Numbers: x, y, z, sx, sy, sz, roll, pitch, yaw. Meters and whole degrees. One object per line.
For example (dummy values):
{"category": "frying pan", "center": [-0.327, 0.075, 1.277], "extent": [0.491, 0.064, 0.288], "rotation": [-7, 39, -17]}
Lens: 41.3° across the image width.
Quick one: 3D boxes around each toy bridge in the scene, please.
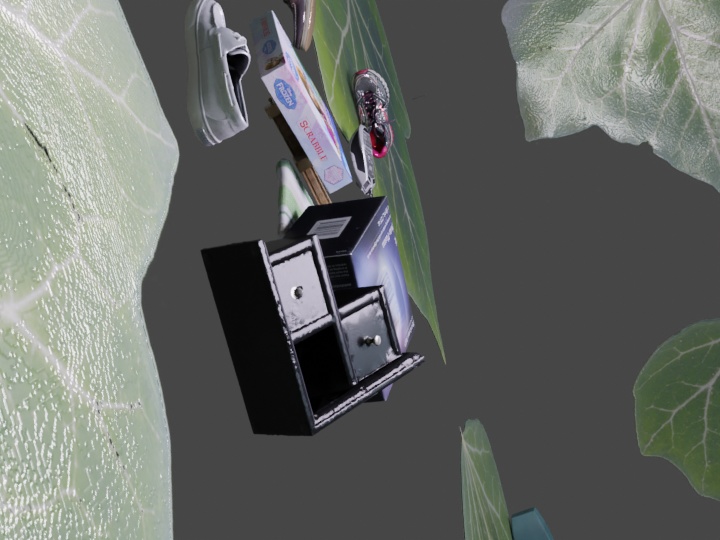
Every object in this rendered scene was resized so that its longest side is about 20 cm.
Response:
{"category": "toy bridge", "center": [-0.083, -0.158, 1.375], "extent": [0.202, 0.027, 0.067], "rotation": [62, 1, -16]}

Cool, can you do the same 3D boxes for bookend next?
{"category": "bookend", "center": [-0.044, 0.043, 1.016], "extent": [0.199, 0.091, 0.201], "rotation": [-24, 103, -47]}

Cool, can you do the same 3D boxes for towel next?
{"category": "towel", "center": [-0.088, -0.035, 1.308], "extent": [0.150, 0.030, 0.202], "rotation": [61, 21, -47]}

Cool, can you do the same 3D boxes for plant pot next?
{"category": "plant pot", "center": [0.609, 0.950, 3.366], "extent": [0.141, 0.140, 0.202], "rotation": [20, 50, -77]}

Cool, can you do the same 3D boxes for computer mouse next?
{"category": "computer mouse", "center": [0.002, -0.186, 1.888], "extent": [0.110, 0.043, 0.203], "rotation": [20, 63, -72]}

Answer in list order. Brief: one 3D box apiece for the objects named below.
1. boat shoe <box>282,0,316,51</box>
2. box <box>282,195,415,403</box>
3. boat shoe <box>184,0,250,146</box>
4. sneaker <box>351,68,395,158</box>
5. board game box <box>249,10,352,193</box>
{"category": "boat shoe", "center": [-0.107, -0.477, 1.621], "extent": [0.072, 0.064, 0.203], "rotation": [-86, 180, -82]}
{"category": "box", "center": [-0.018, 0.036, 1.221], "extent": [0.200, 0.122, 0.201], "rotation": [-60, 141, -61]}
{"category": "boat shoe", "center": [-0.156, -0.232, 1.070], "extent": [0.072, 0.068, 0.202], "rotation": [62, 18, -52]}
{"category": "sneaker", "center": [0.032, -0.350, 2.131], "extent": [0.075, 0.080, 0.202], "rotation": [-76, 152, -63]}
{"category": "board game box", "center": [-0.085, -0.241, 1.349], "extent": [0.200, 0.041, 0.201], "rotation": [58, 9, -36]}
